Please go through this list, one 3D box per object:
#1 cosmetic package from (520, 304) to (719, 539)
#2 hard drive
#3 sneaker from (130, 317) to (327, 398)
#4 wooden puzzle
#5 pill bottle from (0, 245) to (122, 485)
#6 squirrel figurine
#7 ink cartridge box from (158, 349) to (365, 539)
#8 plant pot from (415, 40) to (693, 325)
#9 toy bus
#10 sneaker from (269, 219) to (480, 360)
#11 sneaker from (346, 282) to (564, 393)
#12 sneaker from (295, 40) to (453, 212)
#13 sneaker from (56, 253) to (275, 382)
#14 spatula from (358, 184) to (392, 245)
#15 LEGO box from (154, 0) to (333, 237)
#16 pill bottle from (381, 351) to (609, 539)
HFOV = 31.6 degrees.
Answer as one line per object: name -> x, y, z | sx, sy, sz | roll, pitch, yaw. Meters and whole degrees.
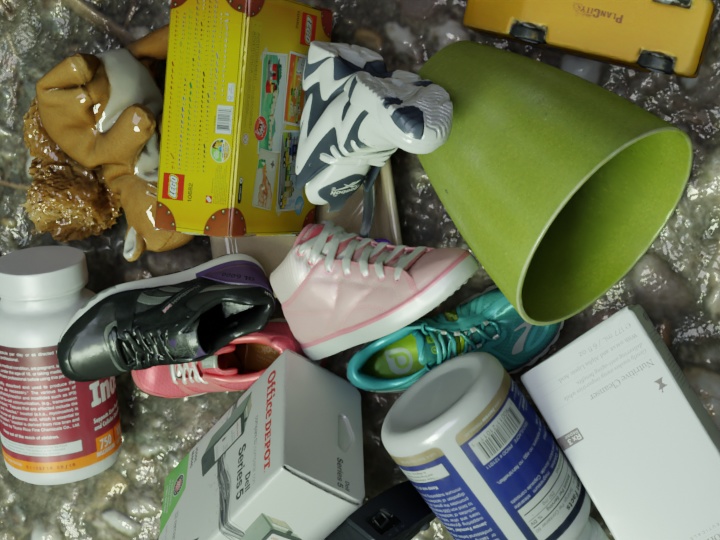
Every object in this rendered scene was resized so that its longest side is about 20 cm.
cosmetic package -> 0.230, 0.141, 1.031 | 0.112, 0.081, 0.201 | -35, 79, 16
hard drive -> -0.001, 0.233, 1.056 | 0.135, 0.200, 0.042 | -45, 76, 15
sneaker -> -0.133, 0.076, 1.161 | 0.198, 0.087, 0.075 | -10, 88, 20
wooden puzzle -> -0.056, -0.073, 1.158 | 0.198, 0.037, 0.187 | -8, 89, 25
pill bottle -> -0.286, 0.086, 1.179 | 0.112, 0.113, 0.202 | 4, 110, 20
squirrel figurine -> -0.225, -0.098, 1.182 | 0.199, 0.141, 0.188 | -24, 95, 35
ink cartridge box -> -0.089, 0.189, 1.091 | 0.084, 0.146, 0.200 | 30, 120, -23
plant pot -> 0.129, -0.091, 1.025 | 0.200, 0.187, 0.188 | 45, 106, 30
toy bus -> 0.186, -0.207, 1.037 | 0.198, 0.078, 0.066 | 17, 97, 19
sneaker -> 0.000, 0.000, 1.052 | 0.199, 0.075, 0.105 | -24, 100, 42
sneaker -> 0.080, 0.065, 1.085 | 0.198, 0.080, 0.078 | -22, 84, 19
sneaker -> 0.003, -0.097, 1.018 | 0.199, 0.079, 0.131 | 38, 124, 49
sneaker -> -0.170, 0.049, 1.100 | 0.198, 0.088, 0.076 | -24, 116, -5
spatula -> 0.004, -0.065, 1.098 | 0.056, 0.020, 0.202 | -8, 88, 36
LEGO box -> -0.095, -0.131, 1.070 | 0.076, 0.149, 0.202 | 8, 95, 25
pill bottle -> 0.115, 0.176, 1.030 | 0.115, 0.116, 0.201 | -31, 105, 18
